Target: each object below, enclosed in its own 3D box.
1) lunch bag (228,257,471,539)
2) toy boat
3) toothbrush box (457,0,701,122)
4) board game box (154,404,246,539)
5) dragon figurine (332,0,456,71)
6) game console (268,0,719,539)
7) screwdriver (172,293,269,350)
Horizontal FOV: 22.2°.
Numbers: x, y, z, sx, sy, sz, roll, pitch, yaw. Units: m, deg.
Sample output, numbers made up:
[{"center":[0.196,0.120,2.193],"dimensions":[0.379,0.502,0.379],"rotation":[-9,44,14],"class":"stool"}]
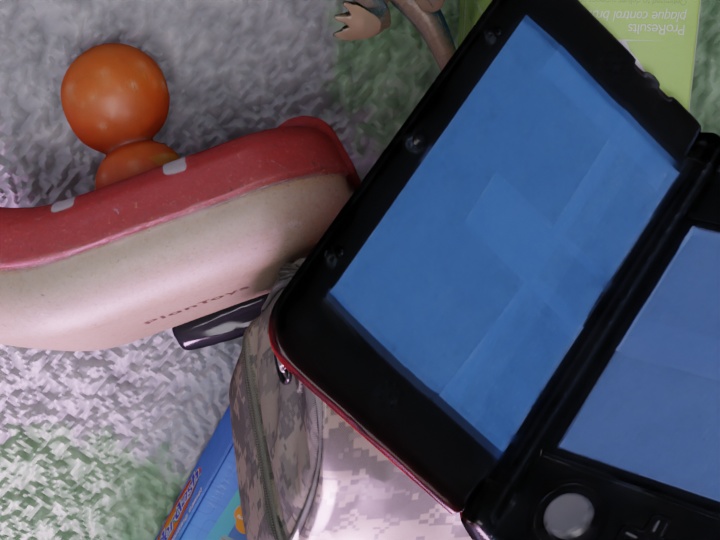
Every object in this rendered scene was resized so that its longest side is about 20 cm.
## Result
[{"center":[0.049,0.055,0.806],"dimensions":[0.199,0.168,0.140],"rotation":[-3,67,-14],"class":"lunch bag"},{"center":[-0.105,-0.042,0.854],"dimensions":[0.199,0.131,0.132],"rotation":[-19,81,2],"class":"toy boat"},{"center":[0.093,-0.132,0.809],"dimensions":[0.085,0.146,0.201],"rotation":[1,110,-5],"class":"toothbrush box"},{"center":[-0.033,0.164,0.964],"dimensions":[0.151,0.045,0.201],"rotation":[26,106,-15],"class":"board game box"},{"center":[0.005,-0.154,0.827],"dimensions":[0.059,0.100,0.200],"rotation":[-31,117,21],"class":"dragon figurine"},{"center":[0.098,0.003,0.676],"dimensions":[0.200,0.172,0.119],"rotation":[-55,137,-23],"class":"game console"},{"center":[0.000,0.000,0.910],"dimensions":[0.199,0.029,0.028],"rotation":[-18,112,7],"class":"screwdriver"}]
